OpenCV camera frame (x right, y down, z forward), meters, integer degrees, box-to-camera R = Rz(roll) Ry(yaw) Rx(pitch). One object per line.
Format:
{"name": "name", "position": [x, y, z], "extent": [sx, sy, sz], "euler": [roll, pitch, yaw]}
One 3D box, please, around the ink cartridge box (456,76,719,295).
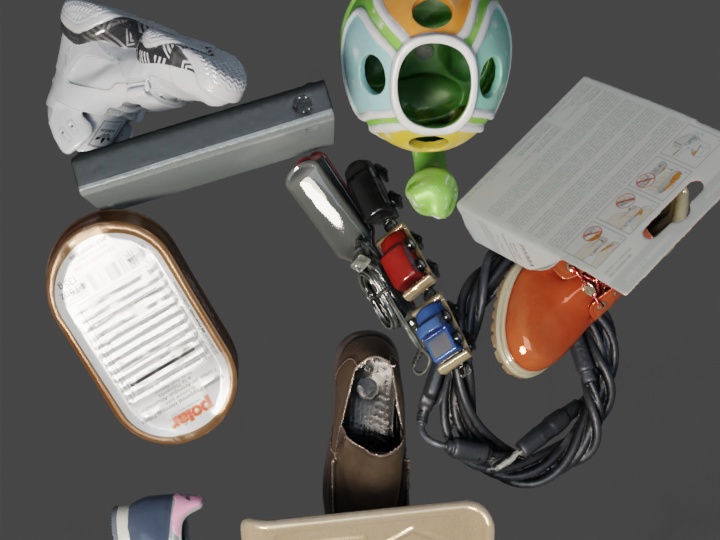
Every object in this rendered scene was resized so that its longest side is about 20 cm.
{"name": "ink cartridge box", "position": [0.192, -0.058, 1.210], "extent": [0.160, 0.199, 0.047], "euler": [-44, 131, -13]}

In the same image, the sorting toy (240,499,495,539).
{"name": "sorting toy", "position": [0.007, 0.259, 1.265], "extent": [0.197, 0.037, 0.187], "euler": [-2, 124, -1]}

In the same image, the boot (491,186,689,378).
{"name": "boot", "position": [0.180, -0.001, 1.228], "extent": [0.075, 0.107, 0.201], "euler": [45, 67, -17]}

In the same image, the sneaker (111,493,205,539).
{"name": "sneaker", "position": [-0.139, 0.278, 1.271], "extent": [0.081, 0.070, 0.202], "euler": [-16, 95, 0]}

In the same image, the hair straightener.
{"name": "hair straightener", "position": [0.000, 0.000, 1.267], "extent": [0.041, 0.077, 0.202], "euler": [-28, 97, 15]}

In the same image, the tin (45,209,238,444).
{"name": "tin", "position": [-0.174, 0.048, 1.255], "extent": [0.111, 0.042, 0.201], "euler": [-28, 107, 6]}

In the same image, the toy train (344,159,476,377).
{"name": "toy train", "position": [0.038, -0.005, 1.245], "extent": [0.034, 0.046, 0.202], "euler": [-35, 67, 20]}

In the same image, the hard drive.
{"name": "hard drive", "position": [-0.118, -0.094, 1.222], "extent": [0.198, 0.140, 0.033], "euler": [-17, 86, -2]}

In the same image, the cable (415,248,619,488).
{"name": "cable", "position": [0.140, 0.073, 1.279], "extent": [0.162, 0.051, 0.202], "euler": [22, 82, -12]}

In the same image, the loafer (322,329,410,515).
{"name": "loafer", "position": [0.004, 0.152, 1.274], "extent": [0.072, 0.071, 0.203], "euler": [-5, 93, -3]}

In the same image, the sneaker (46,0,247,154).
{"name": "sneaker", "position": [-0.172, -0.133, 1.220], "extent": [0.199, 0.075, 0.116], "euler": [26, 103, 37]}

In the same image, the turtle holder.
{"name": "turtle holder", "position": [0.044, -0.148, 1.230], "extent": [0.140, 0.132, 0.187], "euler": [22, 112, -14]}
